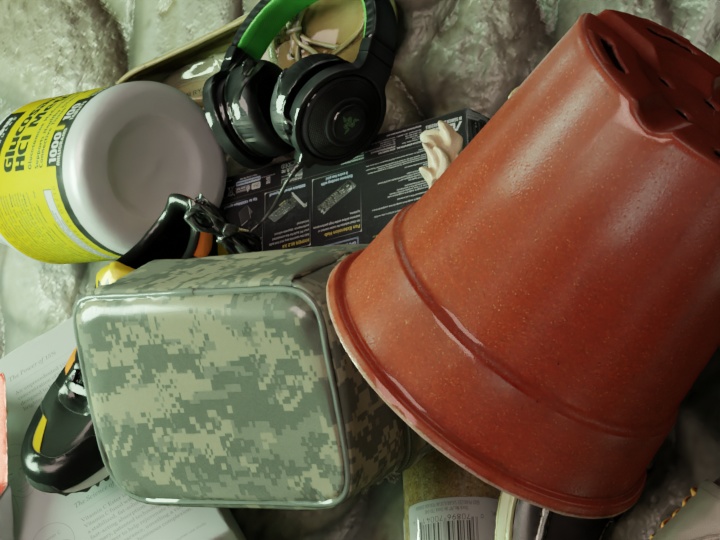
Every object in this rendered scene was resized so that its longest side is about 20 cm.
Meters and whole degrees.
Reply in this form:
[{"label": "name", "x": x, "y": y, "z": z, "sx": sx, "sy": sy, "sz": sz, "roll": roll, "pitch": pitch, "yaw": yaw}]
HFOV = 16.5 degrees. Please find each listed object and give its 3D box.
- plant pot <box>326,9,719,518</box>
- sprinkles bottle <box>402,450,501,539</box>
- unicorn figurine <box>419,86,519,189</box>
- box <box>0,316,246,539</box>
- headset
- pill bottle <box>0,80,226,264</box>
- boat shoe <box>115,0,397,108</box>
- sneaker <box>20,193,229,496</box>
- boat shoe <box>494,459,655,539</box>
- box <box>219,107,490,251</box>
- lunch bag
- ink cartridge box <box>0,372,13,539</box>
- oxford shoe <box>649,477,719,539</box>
[{"label": "plant pot", "x": 0.119, "y": -0.013, "z": 1.260, "sx": 0.195, "sy": 0.201, "sz": 0.201, "roll": -54, "pitch": 51, "yaw": 24}, {"label": "sprinkles bottle", "x": 0.060, "y": 0.187, "z": 1.421, "sx": 0.068, "sy": 0.068, "sz": 0.200, "roll": -16, "pitch": 65, "yaw": 31}, {"label": "unicorn figurine", "x": 0.129, "y": -0.042, "z": 1.424, "sx": 0.200, "sy": 0.074, "sz": 0.138, "roll": -11, "pitch": 52, "yaw": 28}, {"label": "box", "x": -0.160, "y": 0.141, "z": 1.555, "sx": 0.124, "sy": 0.098, "sz": 0.200, "roll": -31, "pitch": 55, "yaw": -3}, {"label": "headset", "x": -0.052, "y": -0.103, "z": 1.525, "sx": 0.123, "sy": 0.094, "sz": 0.200, "roll": 0, "pitch": 67, "yaw": 41}, {"label": "pill bottle", "x": -0.182, "y": -0.061, "z": 1.631, "sx": 0.200, "sy": 0.112, "sz": 0.113, "roll": -4, "pitch": 71, "yaw": 57}, {"label": "boat shoe", "x": -0.068, "y": -0.140, "z": 1.628, "sx": 0.200, "sy": 0.063, "sz": 0.073, "roll": -17, "pitch": 65, "yaw": 31}, {"label": "sneaker", "x": -0.149, "y": 0.039, "z": 1.496, "sx": 0.070, "sy": 0.090, "sz": 0.200, "roll": 19, "pitch": 59, "yaw": 33}, {"label": "boat shoe", "x": 0.133, "y": 0.101, "z": 1.394, "sx": 0.065, "sy": 0.073, "sz": 0.200, "roll": 10, "pitch": 81, "yaw": 43}, {"label": "box", "x": 0.000, "y": 0.000, "z": 1.540, "sx": 0.200, "sy": 0.050, "sz": 0.158, "roll": -15, "pitch": 67, "yaw": 32}, {"label": "lunch bag", "x": -0.036, "y": 0.049, "z": 1.416, "sx": 0.200, "sy": 0.168, "sz": 0.140, "roll": -4, "pitch": 105, "yaw": 37}, {"label": "ink cartridge box", "x": -0.277, "y": 0.173, "z": 1.534, "sx": 0.161, "sy": 0.050, "sz": 0.200, "roll": -14, "pitch": 77, "yaw": 45}, {"label": "oxford shoe", "x": 0.183, "y": 0.151, "z": 1.335, "sx": 0.200, "sy": 0.071, "sz": 0.073, "roll": -16, "pitch": 82, "yaw": 21}]
